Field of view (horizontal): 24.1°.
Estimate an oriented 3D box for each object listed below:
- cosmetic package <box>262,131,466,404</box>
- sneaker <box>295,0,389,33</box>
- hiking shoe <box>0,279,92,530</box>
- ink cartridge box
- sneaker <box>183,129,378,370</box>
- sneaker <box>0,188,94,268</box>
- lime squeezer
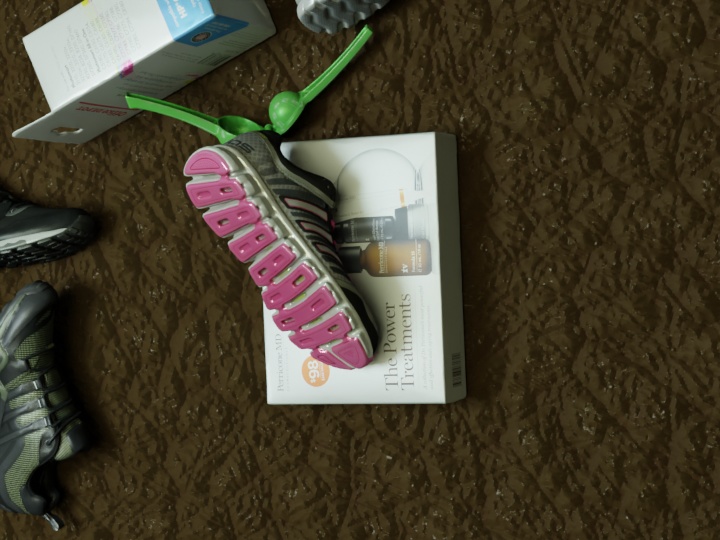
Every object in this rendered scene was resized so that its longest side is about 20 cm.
[{"bbox_3d":[0.000,0.000,1.287,0.149,0.052,0.203,-3,90,25],"label":"cosmetic package"},{"bbox_3d":[0.031,-0.258,1.255,0.198,0.075,0.083,-24,67,12],"label":"sneaker"},{"bbox_3d":[-0.260,0.109,1.390,0.100,0.076,0.202,17,106,12],"label":"hiking shoe"},{"bbox_3d":[-0.180,-0.174,1.320,0.198,0.115,0.069,-27,81,20],"label":"ink cartridge box"},{"bbox_3d":[-0.042,-0.022,1.238,0.073,0.087,0.201,-29,101,47],"label":"sneaker"},{"bbox_3d":[-0.315,-0.046,1.403,0.198,0.076,0.089,-10,82,22],"label":"sneaker"},{"bbox_3d":[-0.077,-0.133,1.313,0.197,0.038,0.071,-15,104,6],"label":"lime squeezer"}]
